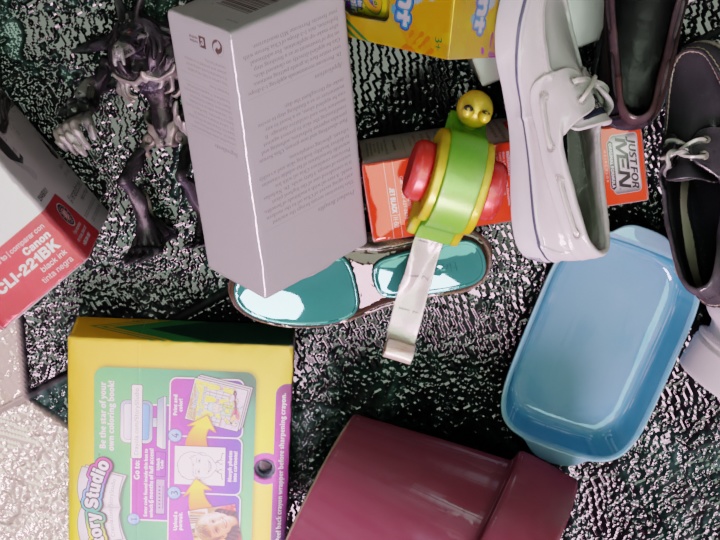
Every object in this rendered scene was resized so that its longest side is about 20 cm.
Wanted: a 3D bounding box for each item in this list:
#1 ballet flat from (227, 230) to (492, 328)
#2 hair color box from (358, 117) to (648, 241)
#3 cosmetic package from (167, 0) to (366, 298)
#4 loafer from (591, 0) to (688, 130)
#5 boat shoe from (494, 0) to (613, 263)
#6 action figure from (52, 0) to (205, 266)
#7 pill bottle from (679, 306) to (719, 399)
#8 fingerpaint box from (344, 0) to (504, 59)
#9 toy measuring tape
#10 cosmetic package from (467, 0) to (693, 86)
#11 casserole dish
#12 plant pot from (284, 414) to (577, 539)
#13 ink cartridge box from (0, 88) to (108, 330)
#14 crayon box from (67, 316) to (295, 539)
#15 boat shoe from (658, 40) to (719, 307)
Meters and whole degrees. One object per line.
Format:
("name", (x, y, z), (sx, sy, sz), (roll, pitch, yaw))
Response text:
("ballet flat", (0.000, 0.000, 1.135), (0.198, 0.067, 0.069), (-5, 111, 0))
("hair color box", (0.101, -0.074, 1.099), (0.199, 0.102, 0.062), (-9, 105, 1))
("cosmetic package", (-0.061, -0.095, 1.036), (0.101, 0.071, 0.201), (-29, 128, -34))
("loafer", (0.193, -0.192, 1.001), (0.071, 0.063, 0.202), (4, 99, 0))
("boat shoe", (0.137, -0.105, 1.001), (0.065, 0.073, 0.201), (2, 105, 38))
("action figure", (-0.151, -0.108, 1.082), (0.118, 0.102, 0.201), (-8, 108, 12))
("pill bottle", (0.331, 0.010, 1.125), (0.114, 0.114, 0.201), (28, 104, -10))
("fingerpaint box", (0.027, -0.255, 1.012), (0.166, 0.073, 0.201), (20, 111, 38))
("toy measuring tape", (0.053, -0.024, 1.023), (0.073, 0.074, 0.201), (15, 103, -6))
("cosmetic package", (0.167, -0.196, 1.077), (0.199, 0.083, 0.051), (-22, 105, 5))
("casserole dish", (0.184, 0.056, 1.173), (0.120, 0.039, 0.201), (19, 105, -8))
("plant pot", (0.044, 0.207, 1.143), (0.178, 0.200, 0.201), (28, 104, 7))
("ink cartridge box", (-0.280, -0.075, 1.063), (0.084, 0.144, 0.200), (-39, 104, 7))
("crayon box", (-0.140, 0.141, 1.175), (0.171, 0.058, 0.201), (3, 106, -2))
("boat shoe", (0.250, -0.073, 1.087), (0.072, 0.063, 0.202), (-11, 79, 40))
